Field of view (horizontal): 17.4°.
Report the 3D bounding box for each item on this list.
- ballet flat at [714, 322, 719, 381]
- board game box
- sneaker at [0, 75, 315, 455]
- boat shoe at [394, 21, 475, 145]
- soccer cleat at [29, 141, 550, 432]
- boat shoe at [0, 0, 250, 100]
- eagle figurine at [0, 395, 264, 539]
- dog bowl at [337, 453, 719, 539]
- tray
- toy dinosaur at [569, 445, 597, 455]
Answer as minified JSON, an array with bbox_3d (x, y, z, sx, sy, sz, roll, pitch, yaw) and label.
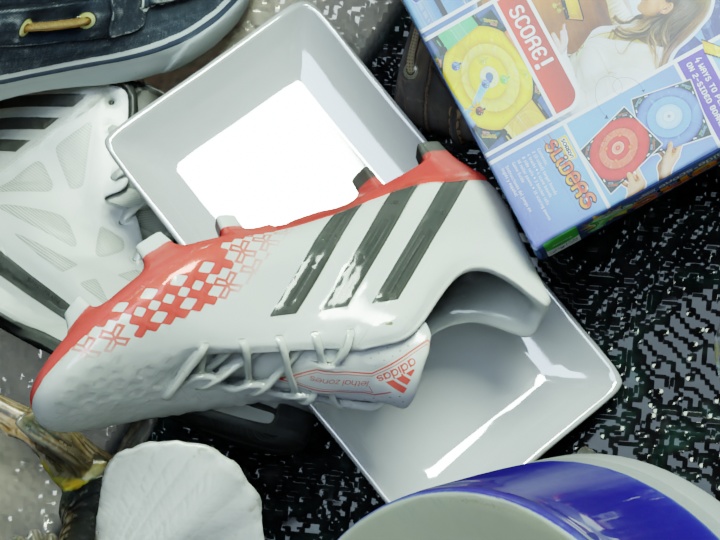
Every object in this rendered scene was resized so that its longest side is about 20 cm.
[{"bbox_3d":[0.191,0.070,0.823,0.072,0.072,0.200,-42,107,-1],"label":"ballet flat"},{"bbox_3d":[0.078,-0.124,0.880,0.135,0.034,0.201,-28,81,5],"label":"board game box"},{"bbox_3d":[-0.088,-0.013,0.934,0.200,0.076,0.116,27,84,20],"label":"sneaker"},{"bbox_3d":[0.050,-0.147,0.941,0.073,0.075,0.202,5,75,13],"label":"boat shoe"},{"bbox_3d":[-0.022,0.021,0.846,0.199,0.069,0.085,-23,64,-28],"label":"soccer cleat"},{"bbox_3d":[-0.114,-0.121,0.913,0.199,0.091,0.071,-23,61,-34],"label":"boat shoe"},{"bbox_3d":[-0.119,0.154,0.863,0.151,0.151,0.201,10,55,20],"label":"eagle figurine"},{"bbox_3d":[0.064,0.167,0.799,0.199,0.078,0.202,6,98,43],"label":"dog bowl"},{"bbox_3d":[0.000,0.000,0.913,0.107,0.022,0.200,-37,83,-19],"label":"tray"},{"bbox_3d":[0.126,0.152,0.850,0.135,0.102,0.201,-36,85,24],"label":"toy dinosaur"}]
